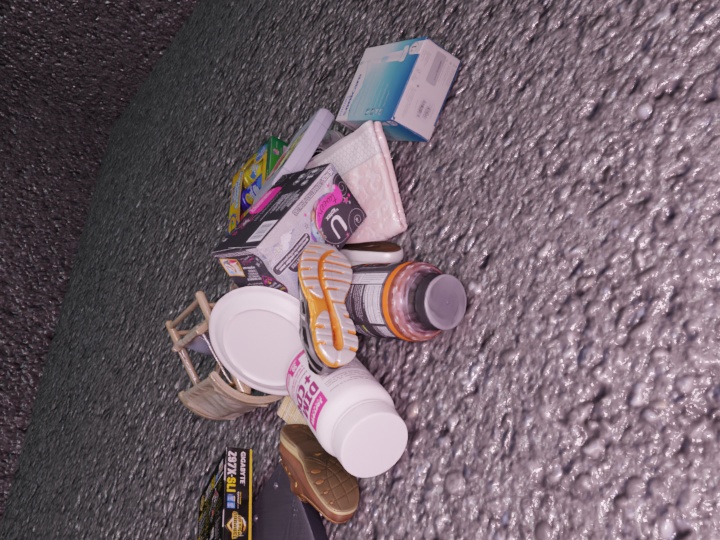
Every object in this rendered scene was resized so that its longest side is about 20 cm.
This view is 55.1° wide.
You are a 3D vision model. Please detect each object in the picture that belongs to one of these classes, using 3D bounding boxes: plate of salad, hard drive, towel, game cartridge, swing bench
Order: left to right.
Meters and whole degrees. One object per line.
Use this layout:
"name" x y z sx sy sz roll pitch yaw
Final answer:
"swing bench" -0.244 0.157 1.208 0.199 0.129 0.201 -34 63 54
"plate of salad" -0.137 0.106 1.061 0.200 0.200 0.048 -43 10 32
"hard drive" -0.107 0.392 1.004 0.135 0.042 0.200 -59 31 11
"game cartridge" -0.121 -0.204 1.263 0.133 0.041 0.201 -19 38 58
"towel" -0.015 -0.127 1.157 0.199 0.032 0.192 -22 77 48

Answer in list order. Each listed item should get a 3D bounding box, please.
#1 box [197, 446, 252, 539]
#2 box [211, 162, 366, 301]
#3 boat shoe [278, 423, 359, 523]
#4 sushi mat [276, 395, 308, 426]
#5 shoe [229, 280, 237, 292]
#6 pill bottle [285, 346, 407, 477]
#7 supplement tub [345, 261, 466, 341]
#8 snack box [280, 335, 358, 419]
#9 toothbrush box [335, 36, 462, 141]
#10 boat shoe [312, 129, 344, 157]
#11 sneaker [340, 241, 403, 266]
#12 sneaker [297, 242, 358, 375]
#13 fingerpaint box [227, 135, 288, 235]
"box" -0.223 0.405 1.116 0.160 0.049 0.200 -96 26 -42
"box" -0.106 -0.056 1.079 0.132 0.115 0.200 -4 41 47
"boat shoe" -0.063 0.297 0.984 0.200 0.072 0.068 37 118 55
"sushi mat" -0.071 0.163 1.089 0.095 0.012 0.201 29 98 44
"shoe" -0.223 -0.011 1.367 0.201 0.053 0.070 111 168 -47
"pill bottle" -0.022 0.185 0.947 0.114 0.113 0.200 -61 32 7
"supplement tub" 0.053 0.041 0.940 0.199 0.107 0.108 -1 68 55
"snack box" -0.069 0.150 1.126 0.200 0.024 0.072 -55 34 17
"toothbrush box" 0.059 -0.304 1.178 0.200 0.085 0.147 18 85 58
"boat shoe" -0.063 -0.212 1.313 0.070 0.071 0.202 -46 37 29
"sneaker" 0.000 0.000 1.101 0.199 0.073 0.085 -1 102 52
"sneaker" -0.055 0.049 0.935 0.077 0.078 0.201 125 148 -48
"fingerpaint box" -0.217 -0.166 1.513 0.167 0.073 0.201 -37 42 38
